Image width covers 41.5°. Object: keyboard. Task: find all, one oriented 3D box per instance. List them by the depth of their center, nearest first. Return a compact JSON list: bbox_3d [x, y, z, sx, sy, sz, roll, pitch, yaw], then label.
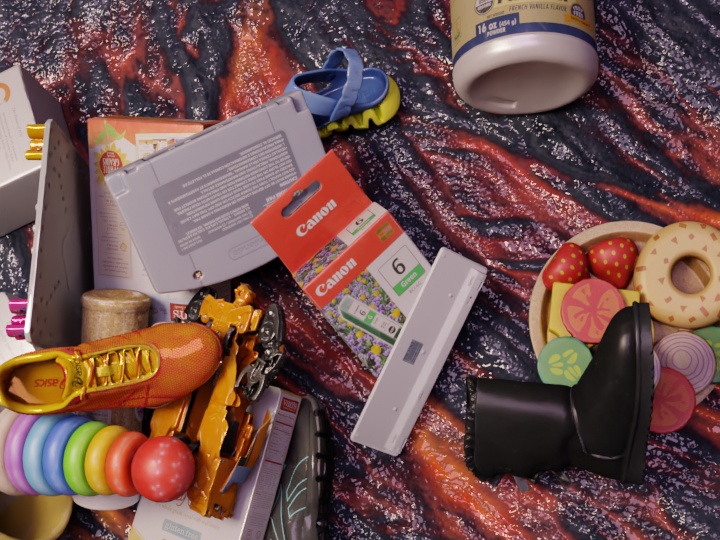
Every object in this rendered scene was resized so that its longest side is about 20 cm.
[{"bbox_3d":[0.055,0.079,0.900,0.055,0.011,0.203,23,96,-19],"label":"keyboard"}]

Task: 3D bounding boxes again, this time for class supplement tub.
[{"bbox_3d":[0.159,-0.274,0.944,0.141,0.145,0.205,-3,75,9],"label":"supplement tub"}]

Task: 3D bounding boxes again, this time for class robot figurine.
[{"bbox_3d":[-0.130,0.112,0.865,0.143,0.058,0.204,12,79,38],"label":"robot figurine"}]

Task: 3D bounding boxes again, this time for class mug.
[{"bbox_3d":[-0.374,0.243,0.902,0.152,0.149,0.189,-34,67,16],"label":"mug"}]

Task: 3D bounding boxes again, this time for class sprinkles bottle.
[{"bbox_3d":[-0.240,0.123,0.916,0.067,0.068,0.205,6,98,11],"label":"sprinkles bottle"}]

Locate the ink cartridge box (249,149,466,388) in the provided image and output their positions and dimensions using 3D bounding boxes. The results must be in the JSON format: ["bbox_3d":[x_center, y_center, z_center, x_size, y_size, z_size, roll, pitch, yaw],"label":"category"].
[{"bbox_3d":[0.000,0.000,0.891,0.109,0.050,0.201,-41,113,-3],"label":"ink cartridge box"}]

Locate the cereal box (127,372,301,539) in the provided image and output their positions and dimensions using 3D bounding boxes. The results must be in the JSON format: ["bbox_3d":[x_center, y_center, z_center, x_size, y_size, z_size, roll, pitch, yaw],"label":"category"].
[{"bbox_3d":[-0.143,0.201,0.901,0.142,0.039,0.204,6,76,38],"label":"cereal box"}]

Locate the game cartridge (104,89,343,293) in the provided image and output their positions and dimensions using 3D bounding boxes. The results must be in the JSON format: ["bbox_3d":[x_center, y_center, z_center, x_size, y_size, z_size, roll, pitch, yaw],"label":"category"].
[{"bbox_3d":[-0.120,-0.066,0.880,0.197,0.040,0.136,-26,107,-14],"label":"game cartridge"}]

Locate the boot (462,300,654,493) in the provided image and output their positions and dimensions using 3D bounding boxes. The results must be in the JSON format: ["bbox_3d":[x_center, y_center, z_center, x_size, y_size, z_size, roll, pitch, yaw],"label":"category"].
[{"bbox_3d":[0.169,0.112,0.825,0.159,0.201,0.074,3,37,13],"label":"boot"}]

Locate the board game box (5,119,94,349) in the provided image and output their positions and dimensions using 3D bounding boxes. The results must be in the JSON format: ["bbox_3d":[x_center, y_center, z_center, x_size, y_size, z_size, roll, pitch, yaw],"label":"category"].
[{"bbox_3d":[-0.290,-0.014,0.923,0.025,0.200,0.205,1,75,0],"label":"board game box"}]

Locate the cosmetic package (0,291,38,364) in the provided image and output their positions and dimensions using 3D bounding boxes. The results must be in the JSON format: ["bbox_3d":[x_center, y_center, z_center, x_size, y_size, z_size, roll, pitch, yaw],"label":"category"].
[{"bbox_3d":[-0.408,0.124,0.977,0.199,0.074,0.102,-37,72,-2],"label":"cosmetic package"}]

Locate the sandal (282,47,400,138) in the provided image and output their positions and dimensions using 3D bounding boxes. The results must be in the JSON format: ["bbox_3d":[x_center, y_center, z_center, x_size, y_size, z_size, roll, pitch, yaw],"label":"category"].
[{"bbox_3d":[-0.059,-0.170,0.980,0.197,0.087,0.080,-28,59,1],"label":"sandal"}]

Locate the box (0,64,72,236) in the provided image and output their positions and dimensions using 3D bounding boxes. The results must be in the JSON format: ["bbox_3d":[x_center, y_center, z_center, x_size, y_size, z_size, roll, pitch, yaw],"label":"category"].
[{"bbox_3d":[-0.416,-0.109,1.025,0.197,0.098,0.126,-24,73,4],"label":"box"}]

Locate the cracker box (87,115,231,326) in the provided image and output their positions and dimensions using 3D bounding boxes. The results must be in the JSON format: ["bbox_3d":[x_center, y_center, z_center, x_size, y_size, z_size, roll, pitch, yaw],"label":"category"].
[{"bbox_3d":[-0.198,-0.047,0.942,0.131,0.058,0.205,6,103,20],"label":"cracker box"}]

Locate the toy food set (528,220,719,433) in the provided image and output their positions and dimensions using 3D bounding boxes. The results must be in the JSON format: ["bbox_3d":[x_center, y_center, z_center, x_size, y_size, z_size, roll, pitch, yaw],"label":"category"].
[{"bbox_3d":[0.257,0.049,0.893,0.195,0.049,0.202,5,77,11],"label":"toy food set"}]

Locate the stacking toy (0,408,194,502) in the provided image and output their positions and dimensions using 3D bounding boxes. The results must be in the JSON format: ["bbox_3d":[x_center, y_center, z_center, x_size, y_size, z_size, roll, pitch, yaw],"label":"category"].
[{"bbox_3d":[-0.230,0.162,0.831,0.196,0.085,0.087,0,75,27],"label":"stacking toy"}]

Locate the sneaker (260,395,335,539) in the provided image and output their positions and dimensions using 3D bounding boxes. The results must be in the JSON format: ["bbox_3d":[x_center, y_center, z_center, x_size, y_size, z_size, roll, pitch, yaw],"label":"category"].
[{"bbox_3d":[-0.066,0.219,0.892,0.077,0.075,0.205,-2,75,12],"label":"sneaker"}]

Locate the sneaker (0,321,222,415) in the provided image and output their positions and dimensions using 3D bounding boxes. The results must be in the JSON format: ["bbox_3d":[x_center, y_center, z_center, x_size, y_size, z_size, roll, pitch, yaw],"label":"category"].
[{"bbox_3d":[-0.214,0.091,0.811,0.196,0.077,0.075,-14,88,-2],"label":"sneaker"}]
